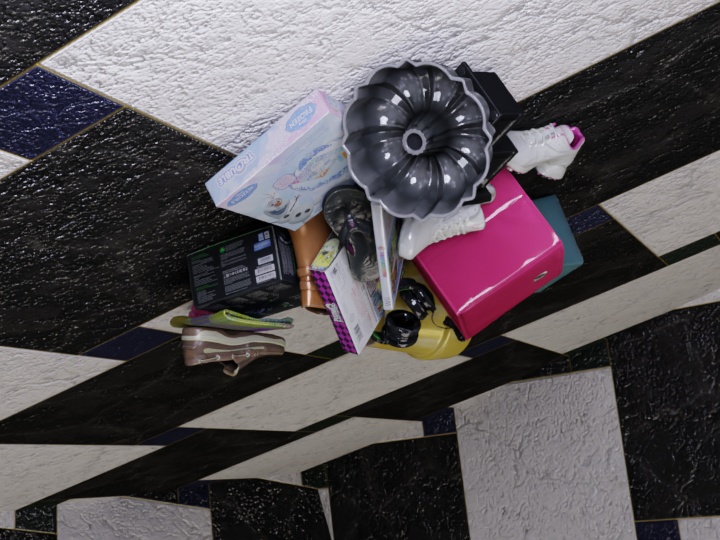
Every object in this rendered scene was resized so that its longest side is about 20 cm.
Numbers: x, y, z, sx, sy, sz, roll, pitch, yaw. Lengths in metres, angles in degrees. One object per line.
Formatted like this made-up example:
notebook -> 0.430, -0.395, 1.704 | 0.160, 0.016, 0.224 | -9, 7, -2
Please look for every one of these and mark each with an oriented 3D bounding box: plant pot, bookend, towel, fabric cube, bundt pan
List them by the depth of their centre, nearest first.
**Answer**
bundt pan -> 0.079, -0.169, 1.349 | 0.201, 0.203, 0.076 | -28, -174, 30
bookend -> 0.158, -0.182, 1.482 | 0.199, 0.093, 0.199 | -11, 152, -50
fabric cube -> 0.192, -0.037, 1.750 | 0.198, 0.201, 0.196 | -35, 162, -1
towel -> -0.215, 0.085, 1.785 | 0.142, 0.023, 0.199 | 9, 170, -34
plant pot -> 0.274, -0.037, 1.982 | 0.198, 0.143, 0.141 | -9, 161, -37
plant pot -> 0.084, 0.069, 2.000 | 0.187, 0.203, 0.200 | -2, 157, -36

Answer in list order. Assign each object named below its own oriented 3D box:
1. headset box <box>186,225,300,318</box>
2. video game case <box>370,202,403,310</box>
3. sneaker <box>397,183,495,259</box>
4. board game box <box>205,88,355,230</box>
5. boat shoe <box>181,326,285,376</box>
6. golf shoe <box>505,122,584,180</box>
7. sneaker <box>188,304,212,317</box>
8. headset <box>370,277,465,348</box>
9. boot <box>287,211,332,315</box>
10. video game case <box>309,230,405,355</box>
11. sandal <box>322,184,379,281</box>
headset box -> -0.154, 0.009, 1.769 | 0.172, 0.094, 0.199 | -18, 164, 26
video game case -> 0.042, -0.064, 1.562 | 0.018, 0.144, 0.202 | 2, 134, 11
sneaker -> 0.134, -0.082, 1.603 | 0.200, 0.099, 0.078 | -48, 162, -25
board game box -> -0.075, -0.141, 1.446 | 0.199, 0.044, 0.198 | -37, 158, 19
boat shoe -> -0.216, 0.141, 1.827 | 0.200, 0.076, 0.074 | 8, 170, -36
golf shoe -> 0.271, -0.197, 1.659 | 0.199, 0.076, 0.092 | 0, 140, -50
sneaker -> -0.224, 0.074, 1.952 | 0.198, 0.082, 0.088 | -25, 160, 24
headset -> 0.093, 0.083, 1.850 | 0.198, 0.094, 0.124 | 11, 119, -41
boot -> -0.084, -0.022, 1.644 | 0.076, 0.157, 0.200 | 3, 167, 20
video game case -> 0.000, 0.000, 1.691 | 0.035, 0.182, 0.201 | 12, 144, 28
sandal -> 0.002, -0.047, 1.554 | 0.075, 0.048, 0.201 | -24, 138, 1
